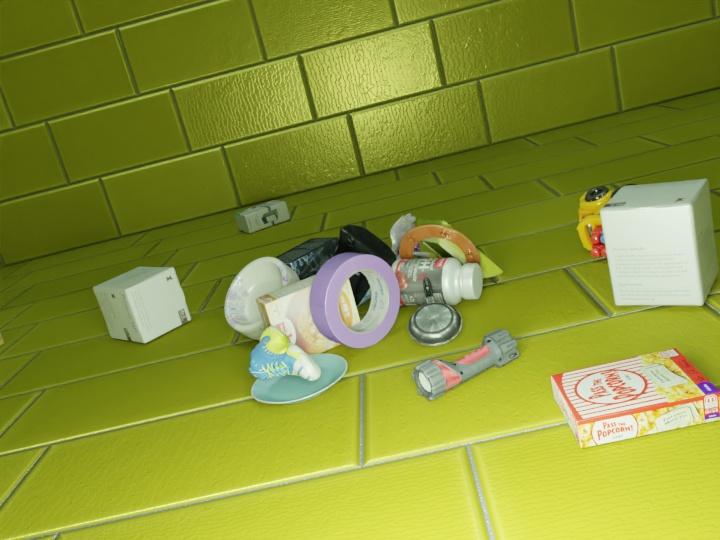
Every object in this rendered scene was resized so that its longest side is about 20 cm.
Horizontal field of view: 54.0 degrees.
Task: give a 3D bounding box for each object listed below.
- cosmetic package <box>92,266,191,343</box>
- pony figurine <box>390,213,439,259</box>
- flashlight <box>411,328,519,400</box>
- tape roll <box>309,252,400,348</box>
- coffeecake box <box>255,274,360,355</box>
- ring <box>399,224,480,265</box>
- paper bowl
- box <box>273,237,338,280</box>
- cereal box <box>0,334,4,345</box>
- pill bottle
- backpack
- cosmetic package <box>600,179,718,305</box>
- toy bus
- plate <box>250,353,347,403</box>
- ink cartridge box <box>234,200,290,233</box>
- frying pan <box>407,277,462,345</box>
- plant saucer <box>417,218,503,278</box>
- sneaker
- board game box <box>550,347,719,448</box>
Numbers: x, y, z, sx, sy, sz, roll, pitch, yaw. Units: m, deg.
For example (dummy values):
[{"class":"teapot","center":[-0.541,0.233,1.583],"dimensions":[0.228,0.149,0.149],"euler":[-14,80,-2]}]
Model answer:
[{"class":"cosmetic package","center":[-0.623,0.094,2.015],"dimensions":[0.199,0.166,0.165],"euler":[0,22,45]},{"class":"pony figurine","center":[0.114,-0.034,1.874],"dimensions":[0.193,0.167,0.200],"euler":[-34,40,-31]},{"class":"flashlight","center":[0.188,0.162,1.265],"dimensions":[0.199,0.068,0.068],"euler":[-24,24,-26]},{"class":"tape roll","center":[-0.010,0.063,1.523],"dimensions":[0.200,0.201,0.066],"euler":[-26,19,-33]},{"class":"coffeecake box","center":[-0.111,0.103,1.562],"dimensions":[0.199,0.154,0.073],"euler":[-22,17,-21]},{"class":"ring","center":[0.185,-0.026,1.673],"dimensions":[0.200,0.201,0.019],"euler":[-5,40,29]},{"class":"paper bowl","center":[-0.230,0.075,1.746],"dimensions":[0.200,0.104,0.201],"euler":[-21,52,28]},{"class":"box","center":[-0.139,0.013,1.890],"dimensions":[0.107,0.149,0.200],"euler":[-1,22,40]},{"class":"cereal box","center":[-1.257,0.261,2.234],"dimensions":[0.199,0.040,0.144],"euler":[-14,17,4]},{"class":"pill bottle","center":[0.175,0.026,1.634],"dimensions":[0.199,0.111,0.111],"euler":[-1,21,27]},{"class":"backpack","center":[0.000,0.000,1.761],"dimensions":[0.163,0.200,0.154],"euler":[39,33,19]},{"class":"cosmetic package","center":[0.583,-0.054,1.370],"dimensions":[0.164,0.201,0.165],"euler":[-1,21,37]},{"class":"toy bus","center":[0.597,-0.103,1.712],"dimensions":[0.192,0.136,0.200],"euler":[-42,25,-26]},{"class":"plate","center":[-0.119,0.222,1.409],"dimensions":[0.199,0.026,0.200],"euler":[-14,17,4]},{"class":"ink cartridge box","center":[-0.428,-0.236,3.070],"dimensions":[0.199,0.084,0.146],"euler":[-22,18,-26]},{"class":"frying pan","center":[0.165,0.080,1.498],"dimensions":[0.114,0.031,0.190],"euler":[4,48,21]},{"class":"plant saucer","center":[0.230,-0.046,1.738],"dimensions":[0.048,0.200,0.200],"euler":[-53,14,-4]},{"class":"sneaker","center":[-0.158,0.192,1.409],"dimensions":[0.105,0.076,0.200],"euler":[-48,35,-7]},{"class":"board game box","center":[0.399,0.185,1.041],"dimensions":[0.199,0.046,0.152],"euler":[-14,16,4]}]
